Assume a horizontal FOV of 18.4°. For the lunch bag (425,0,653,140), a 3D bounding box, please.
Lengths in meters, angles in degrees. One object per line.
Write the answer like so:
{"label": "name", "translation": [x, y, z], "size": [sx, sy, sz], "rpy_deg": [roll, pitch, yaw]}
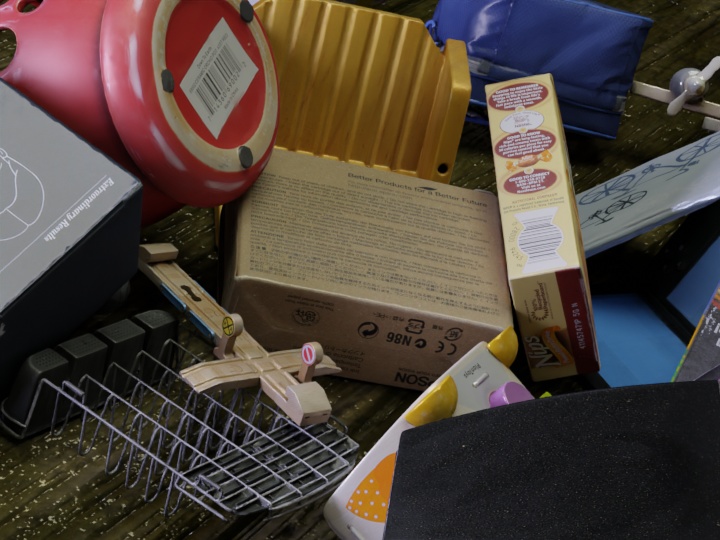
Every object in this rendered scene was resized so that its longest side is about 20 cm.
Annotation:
{"label": "lunch bag", "translation": [0.146, -0.190, 1.997], "size": [0.200, 0.132, 0.136], "rpy_deg": [11, 10, -20]}

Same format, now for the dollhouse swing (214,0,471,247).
{"label": "dollhouse swing", "translation": [-0.018, -0.102, 1.717], "size": [0.200, 0.182, 0.176], "rpy_deg": [11, 16, -11]}

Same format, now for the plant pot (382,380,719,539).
{"label": "plant pot", "translation": [0.098, 0.182, 1.191], "size": [0.177, 0.200, 0.200], "rpy_deg": [4, 26, 3]}

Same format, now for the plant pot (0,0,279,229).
{"label": "plant pot", "translation": [-0.171, -0.124, 1.546], "size": [0.182, 0.201, 0.200], "rpy_deg": [-12, 9, 35]}

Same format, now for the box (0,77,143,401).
{"label": "box", "translation": [-0.259, -0.037, 1.403], "size": [0.200, 0.107, 0.148], "rpy_deg": [36, 60, 16]}

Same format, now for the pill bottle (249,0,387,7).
{"label": "pill bottle", "translation": [-0.047, -0.290, 2.122], "size": [0.104, 0.104, 0.200], "rpy_deg": [29, 28, 25]}

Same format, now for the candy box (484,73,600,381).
{"label": "candy box", "translation": [0.132, -0.033, 1.621], "size": [0.055, 0.115, 0.200], "rpy_deg": [-9, 47, 7]}

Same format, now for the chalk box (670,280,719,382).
{"label": "chalk box", "translation": [0.280, 0.082, 1.506], "size": [0.125, 0.200, 0.124], "rpy_deg": [25, -14, 14]}

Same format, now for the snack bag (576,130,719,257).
{"label": "snack bag", "translation": [0.222, -0.053, 1.757], "size": [0.188, 0.021, 0.200], "rpy_deg": [-24, 11, 19]}

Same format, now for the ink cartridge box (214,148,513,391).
{"label": "ink cartridge box", "translation": [0.000, 0.000, 1.582], "size": [0.200, 0.075, 0.165], "rpy_deg": [11, 36, -9]}

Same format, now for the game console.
{"label": "game console", "translation": [0.241, 0.024, 1.658], "size": [0.118, 0.171, 0.200], "rpy_deg": [30, 14, -38]}

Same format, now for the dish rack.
{"label": "dish rack", "translation": [-0.107, 0.098, 1.383], "size": [0.200, 0.055, 0.153], "rpy_deg": [31, 31, 25]}

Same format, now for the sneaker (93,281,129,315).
{"label": "sneaker", "translation": [-0.255, 0.001, 1.490], "size": [0.200, 0.075, 0.085], "rpy_deg": [15, 39, 8]}

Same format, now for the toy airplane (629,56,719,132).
{"label": "toy airplane", "translation": [0.372, -0.133, 2.003], "size": [0.200, 0.141, 0.199], "rpy_deg": [-7, 34, -38]}

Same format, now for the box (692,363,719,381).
{"label": "box", "translation": [0.262, 0.145, 1.377], "size": [0.143, 0.036, 0.200], "rpy_deg": [-32, 57, -5]}

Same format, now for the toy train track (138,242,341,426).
{"label": "toy train track", "translation": [-0.084, 0.030, 1.429], "size": [0.115, 0.033, 0.200], "rpy_deg": [-7, 36, -41]}

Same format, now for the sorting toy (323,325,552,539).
{"label": "sorting toy", "translation": [0.108, 0.142, 1.395], "size": [0.180, 0.107, 0.200], "rpy_deg": [41, 31, 8]}
